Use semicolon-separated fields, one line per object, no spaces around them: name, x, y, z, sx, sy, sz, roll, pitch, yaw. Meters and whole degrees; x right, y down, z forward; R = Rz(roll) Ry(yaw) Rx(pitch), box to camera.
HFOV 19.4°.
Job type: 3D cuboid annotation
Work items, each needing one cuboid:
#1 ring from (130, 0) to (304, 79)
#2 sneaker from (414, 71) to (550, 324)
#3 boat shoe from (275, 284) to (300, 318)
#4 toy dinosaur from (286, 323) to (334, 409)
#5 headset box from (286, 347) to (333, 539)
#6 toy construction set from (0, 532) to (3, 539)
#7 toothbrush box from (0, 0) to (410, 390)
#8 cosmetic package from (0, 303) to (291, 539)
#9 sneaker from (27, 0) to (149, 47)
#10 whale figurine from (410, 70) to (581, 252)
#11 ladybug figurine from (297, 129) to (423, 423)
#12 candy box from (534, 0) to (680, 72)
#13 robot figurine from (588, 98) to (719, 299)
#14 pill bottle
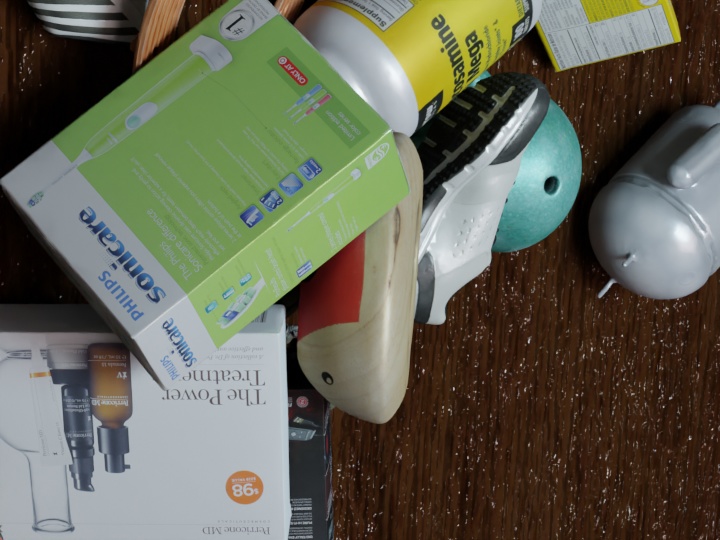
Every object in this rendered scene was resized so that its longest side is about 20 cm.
ring;-0.086;-0.178;1.354;0.201;0.019;0.201;-51;160;-26
sneaker;0.072;-0.050;1.482;0.080;0.074;0.200;31;101;-32
boat shoe;-0.061;-0.014;1.452;0.200;0.068;0.075;-27;116;-9
toy dinosaur;-0.015;0.051;1.532;0.200;0.047;0.088;-51;135;-4
headset box;-0.092;0.157;1.430;0.148;0.075;0.201;0;111;2
toy construction set;-0.280;0.218;1.314;0.131;0.092;0.201;-34;130;-44
toothbrush box;-0.093;-0.052;1.284;0.200;0.146;0.086;-39;154;-10
cosmetic package;-0.146;0.100;1.344;0.199;0.052;0.151;0;113;3
sneaker;-0.131;-0.215;1.327;0.200;0.076;0.116;-34;135;-20
whale figurine;0.080;-0.073;1.545;0.200;0.104;0.160;-3;108;-40
ladybug figurine;0.000;0.000;1.362;0.136;0.072;0.201;86;9;-65
candy box;0.170;-0.213;1.549;0.200;0.102;0.026;54;28;-61
robot figurine;0.264;-0.055;1.721;0.200;0.113;0.170;-45;159;-24
pill bottle;0.024;-0.157;1.454;0.200;0.112;0.113;-42;130;-24
